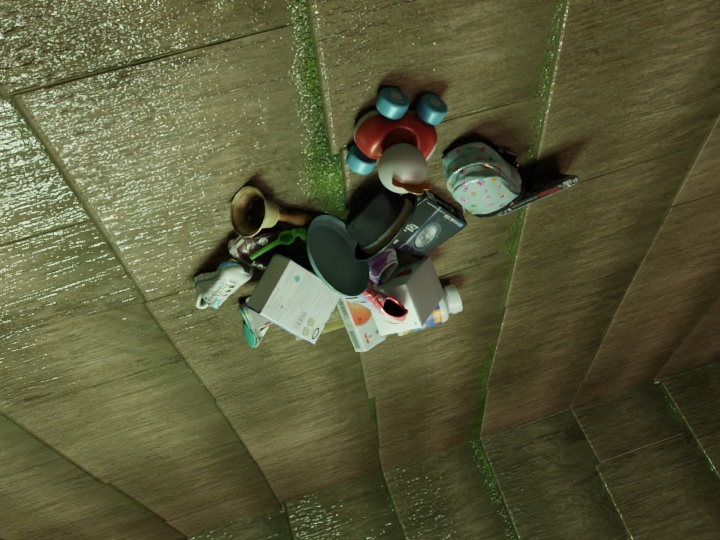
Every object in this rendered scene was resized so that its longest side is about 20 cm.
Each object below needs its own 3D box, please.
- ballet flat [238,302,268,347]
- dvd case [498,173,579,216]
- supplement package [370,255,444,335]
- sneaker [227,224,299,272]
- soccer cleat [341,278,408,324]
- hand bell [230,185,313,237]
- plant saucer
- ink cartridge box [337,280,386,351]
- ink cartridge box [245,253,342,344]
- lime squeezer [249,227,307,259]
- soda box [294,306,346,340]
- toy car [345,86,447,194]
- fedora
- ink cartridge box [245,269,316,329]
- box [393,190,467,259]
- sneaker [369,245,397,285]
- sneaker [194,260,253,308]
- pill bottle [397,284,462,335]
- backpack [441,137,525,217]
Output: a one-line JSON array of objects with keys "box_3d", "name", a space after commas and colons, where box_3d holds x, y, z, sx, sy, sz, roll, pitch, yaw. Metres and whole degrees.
[{"box_3d": [-0.274, 0.141, 1.813, 0.072, 0.072, 0.201, -14, 149, -11], "name": "ballet flat"}, {"box_3d": [0.416, -0.185, 1.667, 0.199, 0.022, 0.146, -25, -172, 4], "name": "dvd case"}, {"box_3d": [0.115, 0.061, 1.743, 0.121, 0.120, 0.200, -15, -165, 28], "name": "supplement package"}, {"box_3d": [-0.191, -0.052, 1.557, 0.199, 0.076, 0.115, 17, 129, -45], "name": "sneaker"}, {"box_3d": [0.023, 0.060, 1.603, 0.199, 0.067, 0.076, 32, 158, -7], "name": "soccer cleat"}, {"box_3d": [-0.171, -0.118, 1.478, 0.104, 0.104, 0.200, -40, 156, 29], "name": "hand bell"}, {"box_3d": [-0.055, -0.030, 1.551, 0.027, 0.201, 0.200, -29, 149, 34], "name": "plant saucer"}, {"box_3d": [0.039, 0.095, 1.769, 0.200, 0.163, 0.050, -29, -169, -35], "name": "ink cartridge box"}, {"box_3d": [-0.134, 0.071, 1.523, 0.200, 0.076, 0.137, 34, 82, -36], "name": "ink cartridge box"}, {"box_3d": [-0.158, -0.065, 1.525, 0.200, 0.038, 0.071, -11, 158, -50], "name": "lime squeezer"}, {"box_3d": [-0.077, 0.121, 1.749, 0.199, 0.064, 0.068, -15, 177, -39], "name": "soda box"}, {"box_3d": [0.090, -0.216, 1.341, 0.176, 0.201, 0.185, 1, 143, -30], "name": "toy car"}, {"box_3d": [0.032, -0.119, 1.533, 0.091, 0.201, 0.200, 37, 122, -20], "name": "fedora"}, {"box_3d": [-0.156, 0.060, 1.649, 0.199, 0.083, 0.146, -22, 177, -28], "name": "ink cartridge box"}, {"box_3d": [0.146, -0.114, 1.681, 0.160, 0.044, 0.200, -36, 146, 23], "name": "box"}, {"box_3d": [0.000, 0.000, 1.706, 0.200, 0.115, 0.073, -30, 149, 18], "name": "sneaker"}, {"box_3d": [-0.311, 0.041, 1.558, 0.075, 0.087, 0.200, 24, 147, -35], "name": "sneaker"}, {"box_3d": [0.187, 0.108, 1.979, 0.199, 0.112, 0.112, -17, 149, -4], "name": "pill bottle"}, {"box_3d": [0.272, -0.204, 1.536, 0.166, 0.127, 0.200, -31, 144, 23], "name": "backpack"}]
